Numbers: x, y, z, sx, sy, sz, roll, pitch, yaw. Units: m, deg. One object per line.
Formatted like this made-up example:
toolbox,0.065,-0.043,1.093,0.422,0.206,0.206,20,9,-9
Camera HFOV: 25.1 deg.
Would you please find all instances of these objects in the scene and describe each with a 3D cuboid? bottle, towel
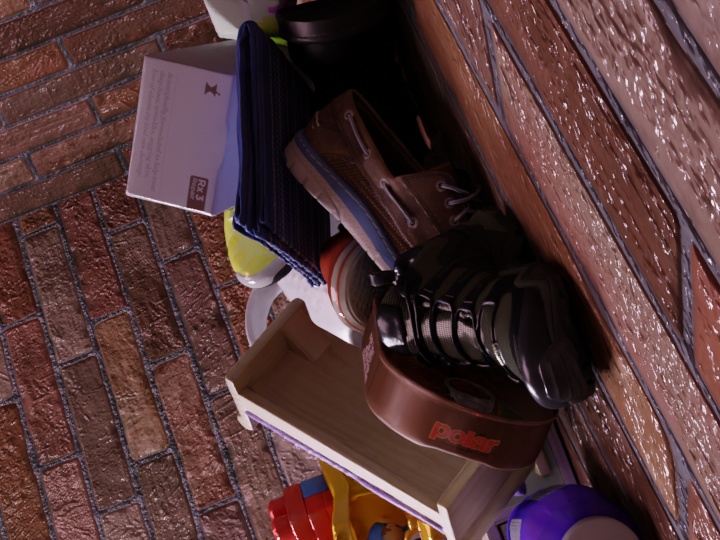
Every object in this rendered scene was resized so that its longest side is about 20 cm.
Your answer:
bottle,0.134,0.172,0.987,0.084,0.065,0.200,61,176,8
towel,-0.053,-0.074,1.112,0.200,0.024,0.145,44,-137,-74

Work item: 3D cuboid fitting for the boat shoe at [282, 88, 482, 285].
boat shoe,0.038,-0.036,1.029,0.200,0.072,0.072,43,-159,11

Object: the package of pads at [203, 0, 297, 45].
package of pads,-0.075,-0.259,1.190,0.200,0.068,0.155,144,132,-87

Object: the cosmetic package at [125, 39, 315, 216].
cosmetic package,-0.094,-0.108,1.164,0.200,0.074,0.102,-30,-48,-71

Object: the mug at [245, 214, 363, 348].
mug,-0.019,0.002,1.365,0.148,0.200,0.176,35,-161,-44

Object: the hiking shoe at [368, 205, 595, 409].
hiking shoe,0.064,0.033,0.905,0.200,0.100,0.076,-118,6,-68

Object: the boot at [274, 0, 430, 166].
boot,0.004,-0.115,1.130,0.211,0.079,0.158,-65,-39,-79

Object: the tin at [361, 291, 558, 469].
tin,0.058,0.064,0.985,0.200,0.112,0.042,-94,19,-74

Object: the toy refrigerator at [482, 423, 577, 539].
toy refrigerator,0.126,0.186,1.164,0.070,0.076,0.200,-171,60,-87

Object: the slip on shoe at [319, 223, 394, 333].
slip on shoe,0.000,0.000,1.126,0.200,0.061,0.074,-55,-40,-75

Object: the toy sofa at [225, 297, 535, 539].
toy sofa,0.013,0.110,1.088,0.200,0.083,0.098,27,153,29

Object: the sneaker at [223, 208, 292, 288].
sneaker,-0.089,-0.078,1.308,0.076,0.075,0.201,39,-139,-49

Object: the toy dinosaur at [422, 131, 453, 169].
toy dinosaur,0.076,0.007,1.112,0.200,0.047,0.088,65,171,4

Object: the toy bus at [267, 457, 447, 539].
toy bus,0.022,0.204,1.365,0.200,0.192,0.136,-120,10,-63
